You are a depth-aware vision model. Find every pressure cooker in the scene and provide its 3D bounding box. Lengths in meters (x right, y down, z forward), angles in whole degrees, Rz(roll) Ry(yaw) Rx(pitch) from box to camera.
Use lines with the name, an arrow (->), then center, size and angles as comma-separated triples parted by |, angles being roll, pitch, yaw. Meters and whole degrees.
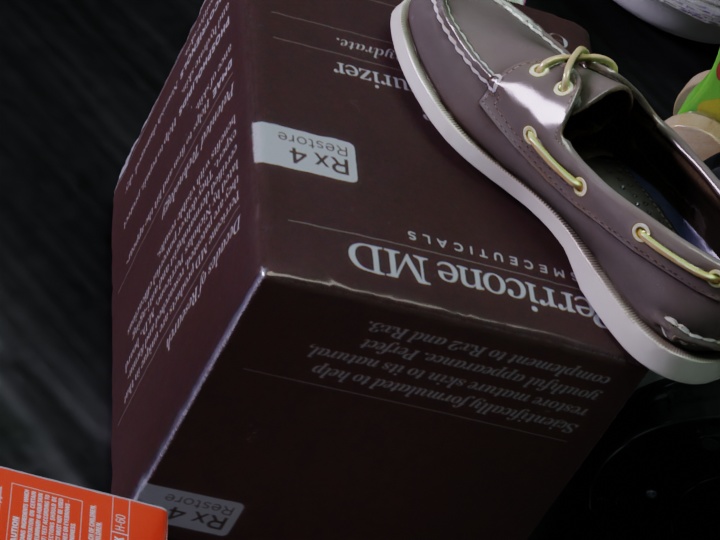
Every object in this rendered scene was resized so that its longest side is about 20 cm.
pressure cooker -> 0.195, 0.038, 1.188 | 0.179, 0.176, 0.200 | 55, 39, -35

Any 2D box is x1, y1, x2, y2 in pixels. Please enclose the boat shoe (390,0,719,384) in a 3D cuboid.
boat shoe -> 0.087, -0.049, 1.068 | 0.072, 0.060, 0.200 | -15, 59, -41

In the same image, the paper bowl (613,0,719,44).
paper bowl -> 0.188, -0.202, 1.504 | 0.201, 0.104, 0.201 | 16, 42, -15

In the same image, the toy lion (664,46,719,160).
toy lion -> 0.246, -0.084, 1.356 | 0.192, 0.200, 0.069 | 18, 36, 15

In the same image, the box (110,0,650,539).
box -> 0.000, 0.000, 1.139 | 0.166, 0.164, 0.200 | 14, 43, -20

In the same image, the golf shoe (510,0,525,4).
golf shoe -> 0.048, -0.127, 1.371 | 0.091, 0.075, 0.200 | 15, 44, -22

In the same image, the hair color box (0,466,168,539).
hair color box -> -0.178, 0.110, 0.973 | 0.200, 0.102, 0.061 | 16, 42, -15
